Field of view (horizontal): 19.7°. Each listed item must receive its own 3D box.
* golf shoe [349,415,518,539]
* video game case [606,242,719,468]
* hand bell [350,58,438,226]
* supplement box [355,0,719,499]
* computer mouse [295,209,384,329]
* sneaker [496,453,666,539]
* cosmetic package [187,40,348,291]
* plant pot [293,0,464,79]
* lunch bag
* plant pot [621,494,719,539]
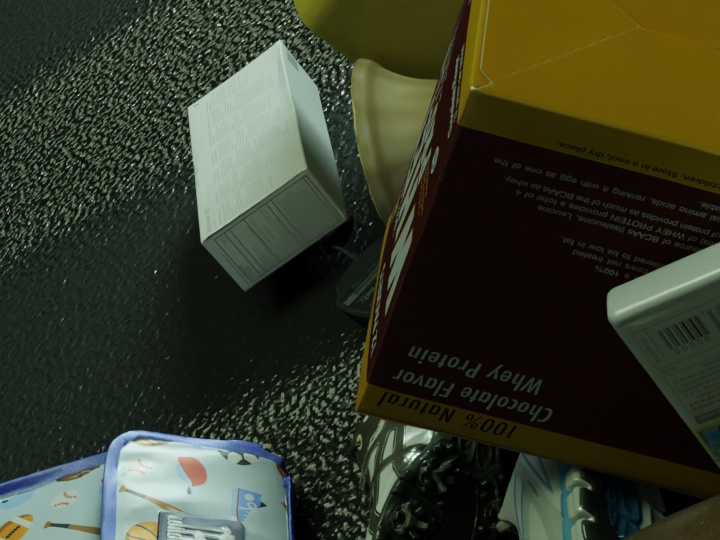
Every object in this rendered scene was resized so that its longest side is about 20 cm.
[{"bbox_3d":[0.034,0.111,1.060,0.094,0.078,0.200,-28,32,50],"label":"golf shoe"},{"bbox_3d":[0.230,0.035,0.833,0.200,0.182,0.023,-25,33,24],"label":"video game case"},{"bbox_3d":[0.104,-0.090,1.185,0.200,0.104,0.104,-10,43,14],"label":"hand bell"},{"bbox_3d":[0.120,-0.024,0.908,0.133,0.197,0.200,-80,6,-45],"label":"supplement box"},{"bbox_3d":[0.000,0.000,1.241,0.059,0.034,0.200,-46,28,-6],"label":"computer mouse"},{"bbox_3d":[0.100,0.090,1.007,0.087,0.075,0.200,-40,24,36],"label":"sneaker"},{"bbox_3d":[-0.062,-0.070,1.334,0.082,0.051,0.200,-33,28,11],"label":"cosmetic package"},{"bbox_3d":[0.056,-0.207,1.271,0.176,0.200,0.200,-45,33,17],"label":"plant pot"},{"bbox_3d":[-0.127,0.182,1.093,0.200,0.124,0.170,-16,39,8],"label":"lunch bag"},{"bbox_3d":[0.161,0.157,0.798,0.200,0.187,0.187,-8,46,59],"label":"plant pot"}]
